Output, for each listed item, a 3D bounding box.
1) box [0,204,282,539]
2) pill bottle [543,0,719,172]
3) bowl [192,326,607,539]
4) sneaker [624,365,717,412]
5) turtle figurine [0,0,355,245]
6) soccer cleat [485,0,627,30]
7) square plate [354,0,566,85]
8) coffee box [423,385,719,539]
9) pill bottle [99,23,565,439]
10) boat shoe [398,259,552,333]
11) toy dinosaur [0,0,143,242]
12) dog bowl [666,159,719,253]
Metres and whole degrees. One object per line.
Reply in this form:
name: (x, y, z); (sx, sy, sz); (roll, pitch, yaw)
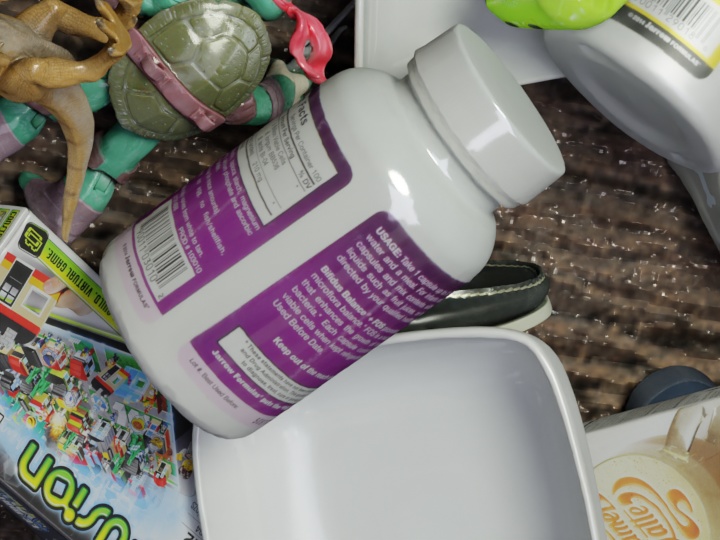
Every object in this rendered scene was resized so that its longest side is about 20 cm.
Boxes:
box: (-0.133, 0.072, 1.268); (0.200, 0.035, 0.110); (45, 66, -33)
pill bottle: (0.187, -0.154, 1.244); (0.111, 0.111, 0.200); (42, 82, -21)
bowl: (0.029, 0.128, 1.270); (0.199, 0.075, 0.201); (-11, 93, 22)
sneaker: (0.189, 0.149, 1.380); (0.070, 0.082, 0.201); (-18, 111, -5)
turtle figurine: (-0.093, -0.103, 1.234); (0.200, 0.101, 0.150); (-37, 112, 8)
soccer cleat: (0.099, -0.205, 1.204); (0.067, 0.081, 0.201); (25, 70, -42)
square plate: (0.075, -0.187, 1.249); (0.198, 0.028, 0.201); (-13, 112, -29)
coffee box: (0.147, 0.126, 1.316); (0.199, 0.080, 0.115); (-17, 89, 16)
pill bottle: (-0.011, -0.021, 1.192); (0.200, 0.112, 0.112); (-35, 112, 14)
boat shoe: (0.000, 0.000, 1.298); (0.199, 0.072, 0.068); (3, 108, -10)
toy dinosaur: (-0.141, -0.090, 1.145); (0.106, 0.061, 0.200); (-22, 151, 19)
dog bowl: (0.257, -0.065, 1.337); (0.199, 0.059, 0.201); (-3, 109, -10)
